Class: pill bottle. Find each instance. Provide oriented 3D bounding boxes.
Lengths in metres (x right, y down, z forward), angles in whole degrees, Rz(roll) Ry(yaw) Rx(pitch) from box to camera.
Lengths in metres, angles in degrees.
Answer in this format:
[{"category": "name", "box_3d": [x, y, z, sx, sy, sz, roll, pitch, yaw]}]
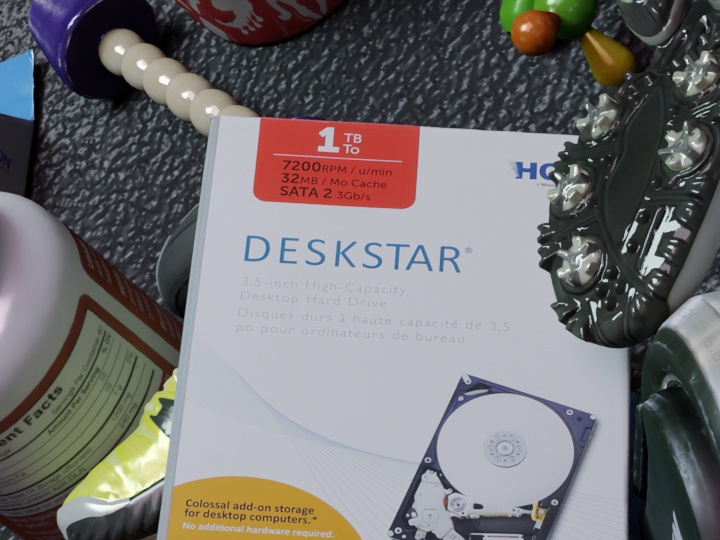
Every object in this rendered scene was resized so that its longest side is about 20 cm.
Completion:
[{"category": "pill bottle", "box_3d": [-0.136, 0.039, 1.112, 0.112, 0.200, 0.113, -21, 48, 25]}]

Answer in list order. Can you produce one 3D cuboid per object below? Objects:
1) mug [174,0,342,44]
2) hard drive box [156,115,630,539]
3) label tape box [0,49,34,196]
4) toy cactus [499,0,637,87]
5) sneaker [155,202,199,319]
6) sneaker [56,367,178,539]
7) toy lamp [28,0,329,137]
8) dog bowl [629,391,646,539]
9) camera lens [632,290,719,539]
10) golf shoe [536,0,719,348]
[{"category": "mug", "box_3d": [-0.065, -0.212, 1.232, 0.177, 0.200, 0.134, -39, 47, 6]}, {"category": "hard drive box", "box_3d": [0.014, 0.050, 0.952, 0.155, 0.077, 0.201, 2, 53, 2]}, {"category": "label tape box", "box_3d": [-0.235, -0.018, 1.312, 0.143, 0.066, 0.201, -15, 56, 26]}, {"category": "toy cactus", "box_3d": [0.074, -0.174, 1.158, 0.200, 0.102, 0.166, 27, 117, 33]}, {"category": "sneaker", "box_3d": [0.000, 0.000, 1.137, 0.199, 0.075, 0.080, -13, 57, 27]}, {"category": "sneaker", "box_3d": [-0.038, 0.039, 1.075, 0.200, 0.075, 0.077, -36, 78, -1]}, {"category": "toy lamp", "box_3d": [-0.086, -0.083, 1.260, 0.058, 0.058, 0.200, -50, 48, -4]}, {"category": "dog bowl", "box_3d": [0.030, 0.107, 1.064, 0.200, 0.050, 0.112, -32, 49, 14]}, {"category": "camera lens", "box_3d": [0.194, 0.071, 0.865, 0.199, 0.160, 0.160, -12, 51, -5]}, {"category": "golf shoe", "box_3d": [0.123, -0.048, 0.947, 0.077, 0.088, 0.201, -17, 42, 43]}]
